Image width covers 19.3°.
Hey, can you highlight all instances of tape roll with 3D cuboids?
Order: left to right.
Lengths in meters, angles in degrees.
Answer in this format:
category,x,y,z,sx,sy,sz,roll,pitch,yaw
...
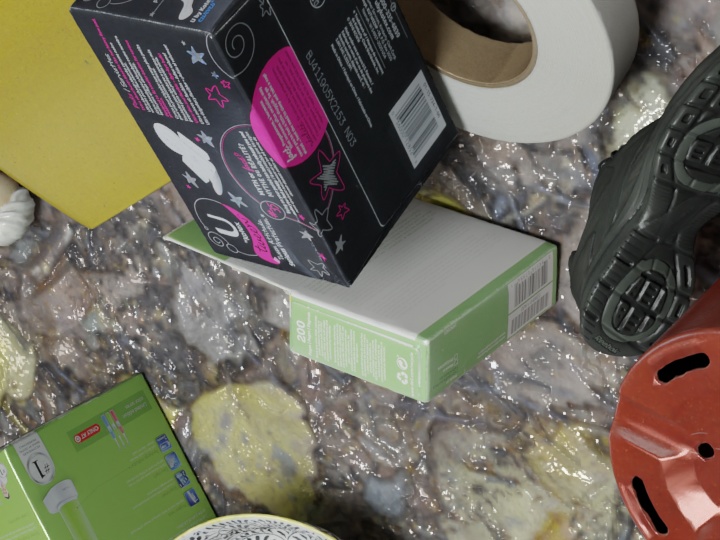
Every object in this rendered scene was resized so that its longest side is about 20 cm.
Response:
category,x,y,z,sx,sy,sz,roll,pitch,yaw
tape roll,0.060,-0.154,1.190,0.202,0.037,0.203,25,150,15

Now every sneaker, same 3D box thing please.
category,x,y,z,sx,sy,sz,roll,pitch,yaw
sneaker,0.170,-0.054,1.180,0.201,0.076,0.091,-58,26,19

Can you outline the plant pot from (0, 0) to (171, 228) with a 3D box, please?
category,x,y,z,sx,sy,sz,roll,pitch,yaw
plant pot,-0.149,-0.147,1.327,0.199,0.200,0.177,-26,104,42

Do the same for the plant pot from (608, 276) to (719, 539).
category,x,y,z,sx,sy,sz,roll,pitch,yaw
plant pot,0.238,0.067,1.098,0.200,0.195,0.202,16,118,33

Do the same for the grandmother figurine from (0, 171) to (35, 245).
category,x,y,z,sx,sy,sz,roll,pitch,yaw
grandmother figurine,-0.287,-0.114,1.532,0.121,0.060,0.201,-12,99,50

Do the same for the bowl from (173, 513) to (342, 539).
category,x,y,z,sx,sy,sz,roll,pitch,yaw
bowl,-0.053,0.248,1.458,0.199,0.094,0.202,3,104,13

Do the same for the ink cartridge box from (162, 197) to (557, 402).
category,x,y,z,sx,sy,sz,roll,pitch,yaw
ink cartridge box,0.000,0.000,1.291,0.199,0.145,0.048,19,125,31

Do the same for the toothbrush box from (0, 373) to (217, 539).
category,x,y,z,sx,sy,sz,roll,pitch,yaw
toothbrush box,-0.182,0.198,1.523,0.086,0.145,0.201,-28,92,42

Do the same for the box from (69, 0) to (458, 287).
category,x,y,z,sx,sy,sz,roll,pitch,yaw
box,-0.050,-0.112,1.193,0.114,0.132,0.201,15,147,37
